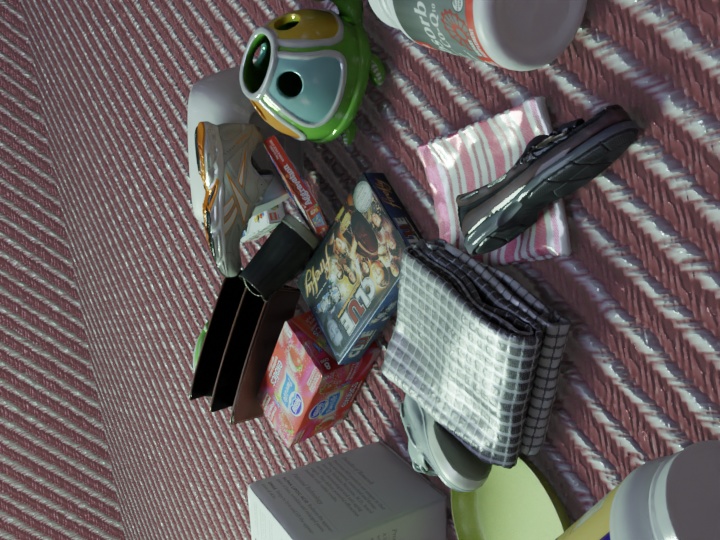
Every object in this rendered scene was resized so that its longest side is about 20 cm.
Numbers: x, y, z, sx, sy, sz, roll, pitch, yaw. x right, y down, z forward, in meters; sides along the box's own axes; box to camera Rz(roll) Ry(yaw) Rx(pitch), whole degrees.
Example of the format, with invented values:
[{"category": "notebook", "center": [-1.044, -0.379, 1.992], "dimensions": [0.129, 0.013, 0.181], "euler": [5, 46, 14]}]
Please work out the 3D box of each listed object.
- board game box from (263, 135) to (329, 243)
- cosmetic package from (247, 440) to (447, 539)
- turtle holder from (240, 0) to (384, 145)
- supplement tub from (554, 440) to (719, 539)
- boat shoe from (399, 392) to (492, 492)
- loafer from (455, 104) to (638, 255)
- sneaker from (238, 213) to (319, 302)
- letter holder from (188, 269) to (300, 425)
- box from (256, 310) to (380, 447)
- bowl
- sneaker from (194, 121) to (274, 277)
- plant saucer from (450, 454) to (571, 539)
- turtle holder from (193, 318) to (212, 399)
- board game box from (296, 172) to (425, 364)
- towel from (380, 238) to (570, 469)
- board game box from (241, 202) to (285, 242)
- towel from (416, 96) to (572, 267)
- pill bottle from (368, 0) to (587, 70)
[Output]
[{"category": "board game box", "center": [-0.072, -0.088, 1.152], "dimensions": [0.103, 0.019, 0.200], "euler": [56, 176, 16]}, {"category": "cosmetic package", "center": [-0.015, 0.343, 1.133], "dimensions": [0.165, 0.198, 0.167], "euler": [29, 125, 54]}, {"category": "turtle holder", "center": [-0.055, -0.238, 1.038], "dimensions": [0.186, 0.131, 0.142], "euler": [-46, 51, 40]}, {"category": "supplement tub", "center": [0.233, 0.230, 0.688], "dimensions": [0.146, 0.144, 0.201], "euler": [62, 148, 28]}, {"category": "boat shoe", "center": [0.085, 0.181, 0.972], "dimensions": [0.201, 0.069, 0.072], "euler": [-109, 41, -64]}, {"category": "loafer", "center": [0.148, -0.086, 0.783], "dimensions": [0.200, 0.071, 0.063], "euler": [-43, 64, 45]}, {"category": "sneaker", "center": [-0.110, -0.011, 1.212], "dimensions": [0.075, 0.106, 0.200], "euler": [41, 175, 6]}, {"category": "letter holder", "center": [-0.177, 0.107, 1.309], "dimensions": [0.142, 0.100, 0.202], "euler": [10, -82, -78]}, {"category": "box", "center": [-0.062, 0.143, 1.241], "dimensions": [0.096, 0.099, 0.201], "euler": [54, 144, 24]}, {"category": "bowl", "center": [-0.139, -0.166, 1.213], "dimensions": [0.074, 0.200, 0.202], "euler": [14, 115, 26]}, {"category": "sneaker", "center": [-0.149, -0.086, 1.124], "dimensions": [0.076, 0.091, 0.202], "euler": [-126, 32, -60]}, {"category": "plant saucer", "center": [0.164, 0.275, 0.954], "dimensions": [0.200, 0.031, 0.202], "euler": [29, 123, 55]}, {"category": "turtle holder", "center": [-0.213, 0.131, 1.487], "dimensions": [0.187, 0.140, 0.132], "euler": [69, 155, 14]}, {"category": "board game box", "center": [0.000, 0.000, 1.110], "dimensions": [0.136, 0.034, 0.201], "euler": [60, 135, 30]}, {"category": "towel", "center": [0.105, 0.077, 0.907], "dimensions": [0.200, 0.085, 0.167], "euler": [38, 137, 43]}, {"category": "board game box", "center": [-0.175, -0.156, 1.421], "dimensions": [0.126, 0.034, 0.202], "euler": [-22, 80, 61]}, {"category": "towel", "center": [0.127, -0.075, 0.895], "dimensions": [0.199, 0.030, 0.148], "euler": [-10, 91, 62]}, {"category": "pill bottle", "center": [0.094, -0.249, 0.801], "dimensions": [0.200, 0.115, 0.117], "euler": [34, 129, 54]}]
